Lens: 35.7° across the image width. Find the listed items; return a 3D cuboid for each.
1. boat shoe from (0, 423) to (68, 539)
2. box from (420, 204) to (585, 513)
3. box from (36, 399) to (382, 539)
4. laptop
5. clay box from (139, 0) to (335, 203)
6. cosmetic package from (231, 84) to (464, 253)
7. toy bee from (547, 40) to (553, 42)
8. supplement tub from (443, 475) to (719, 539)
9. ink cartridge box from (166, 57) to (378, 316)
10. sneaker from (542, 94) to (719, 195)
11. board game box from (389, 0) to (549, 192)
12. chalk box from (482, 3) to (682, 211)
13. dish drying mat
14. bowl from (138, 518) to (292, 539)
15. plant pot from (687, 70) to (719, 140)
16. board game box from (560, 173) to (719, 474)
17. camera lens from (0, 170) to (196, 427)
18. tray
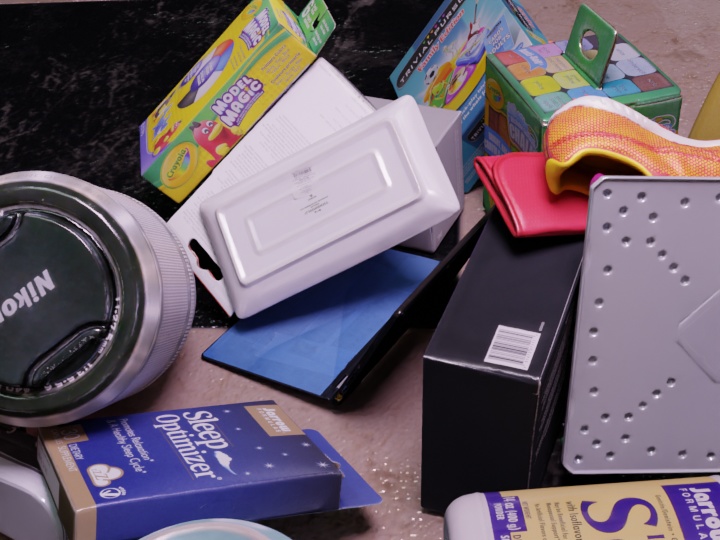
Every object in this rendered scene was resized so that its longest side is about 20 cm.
[{"bbox_3d":[-0.255,0.127,0.777,0.200,0.070,0.066,18,30,29],"label":"boat shoe"},{"bbox_3d":[0.106,0.053,0.764,0.079,0.141,0.200,10,39,18],"label":"box"},{"bbox_3d":[-0.097,0.124,0.721,0.200,0.032,0.121,-2,17,-26],"label":"box"},{"bbox_3d":[0.000,0.000,0.866,0.116,0.200,0.187,39,50,6],"label":"laptop"},{"bbox_3d":[-0.108,-0.161,0.953,0.200,0.048,0.115,-46,27,14],"label":"clay box"},{"bbox_3d":[-0.011,-0.096,1.006,0.200,0.107,0.090,12,42,19],"label":"cosmetic package"},{"bbox_3d":[0.200,-0.182,1.092,0.131,0.109,0.200,20,44,27],"label":"toy bee"},{"bbox_3d":[0.148,0.184,0.585,0.200,0.146,0.146,-5,37,1],"label":"supplement tub"},{"bbox_3d":[-0.059,-0.064,0.923,0.200,0.050,0.109,-45,68,9],"label":"ink cartridge box"},{"bbox_3d":[0.215,-0.052,0.735,0.200,0.073,0.077,11,57,2],"label":"sneaker"},{"bbox_3d":[0.106,-0.192,1.085,0.047,0.151,0.200,25,27,-27],"label":"board game box"},{"bbox_3d":[0.179,-0.116,0.930,0.124,0.200,0.125,-13,37,-10],"label":"chalk box"},{"bbox_3d":[0.180,-0.057,0.777,0.200,0.018,0.077,-4,48,-24],"label":"dish drying mat"},{"bbox_3d":[-0.082,0.215,0.606,0.200,0.105,0.201,-3,38,2],"label":"bowl"},{"bbox_3d":[0.394,-0.116,0.925,0.200,0.177,0.200,-32,45,-31],"label":"plant pot"},{"bbox_3d":[0.233,0.035,0.716,0.200,0.200,0.026,0,20,-5],"label":"board game box"},{"bbox_3d":[-0.202,0.019,0.771,0.160,0.160,0.200,-4,-1,1],"label":"camera lens"},{"bbox_3d":[-0.032,-0.051,0.871,0.200,0.022,0.108,-26,71,14],"label":"tray"}]
